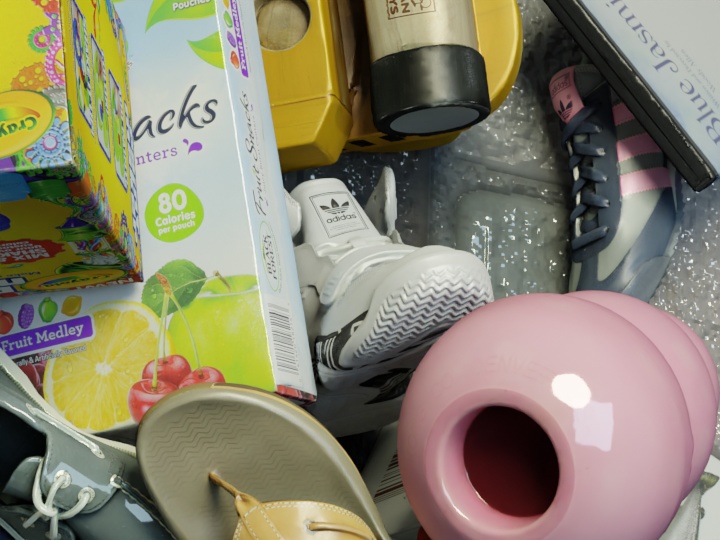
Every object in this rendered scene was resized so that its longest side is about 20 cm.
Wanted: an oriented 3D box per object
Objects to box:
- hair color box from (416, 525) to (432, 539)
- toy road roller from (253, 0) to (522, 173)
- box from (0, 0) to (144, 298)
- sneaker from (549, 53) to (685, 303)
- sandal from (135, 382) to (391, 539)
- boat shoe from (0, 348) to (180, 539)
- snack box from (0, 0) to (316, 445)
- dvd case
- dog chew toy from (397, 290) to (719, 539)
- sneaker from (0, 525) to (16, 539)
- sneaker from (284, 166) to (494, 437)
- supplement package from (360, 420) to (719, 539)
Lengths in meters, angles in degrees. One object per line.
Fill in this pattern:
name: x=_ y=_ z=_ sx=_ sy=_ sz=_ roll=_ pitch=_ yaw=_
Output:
hair color box: x=0.062 y=0.220 z=1.201 sx=0.101 sy=0.061 sz=0.201 roll=6 pitch=101 yaw=-11
toy road roller: x=-0.020 y=-0.106 z=1.326 sx=0.199 sy=0.146 sz=0.123 roll=-9 pitch=77 yaw=7
box: x=-0.202 y=-0.063 z=1.109 sx=0.199 sy=0.193 sz=0.122 roll=-7 pitch=77 yaw=3
sneaker: x=0.124 y=-0.059 z=1.403 sx=0.082 sy=0.070 sz=0.200 roll=31 pitch=54 yaw=-24
sandal: x=-0.020 y=0.132 z=1.127 sx=0.080 sy=0.054 sz=0.200 roll=-32 pitch=91 yaw=4
boat shoe: x=-0.140 y=0.094 z=1.169 sx=0.200 sy=0.073 sz=0.062 roll=40 pitch=21 yaw=6
snack box: x=-0.106 y=-0.025 z=1.226 sx=0.053 sy=0.142 sz=0.201 roll=22 pitch=57 yaw=-68
dvd case: x=0.175 y=-0.128 z=1.414 sx=0.143 sy=0.018 sz=0.200 roll=52 pitch=37 yaw=4
dog chew toy: x=0.097 y=0.064 z=1.171 sx=0.200 sy=0.124 sz=0.125 roll=-18 pitch=83 yaw=-63
sneaker: x=-0.228 y=0.120 z=1.145 sx=0.200 sy=0.088 sz=0.076 roll=6 pitch=70 yaw=-29
sneaker: x=0.000 y=0.000 z=1.246 sx=0.075 sy=0.200 sz=0.115 roll=-8 pitch=73 yaw=-19
supplement package: x=0.105 y=0.136 z=1.305 sx=0.200 sy=0.117 sz=0.117 roll=35 pitch=61 yaw=-16
